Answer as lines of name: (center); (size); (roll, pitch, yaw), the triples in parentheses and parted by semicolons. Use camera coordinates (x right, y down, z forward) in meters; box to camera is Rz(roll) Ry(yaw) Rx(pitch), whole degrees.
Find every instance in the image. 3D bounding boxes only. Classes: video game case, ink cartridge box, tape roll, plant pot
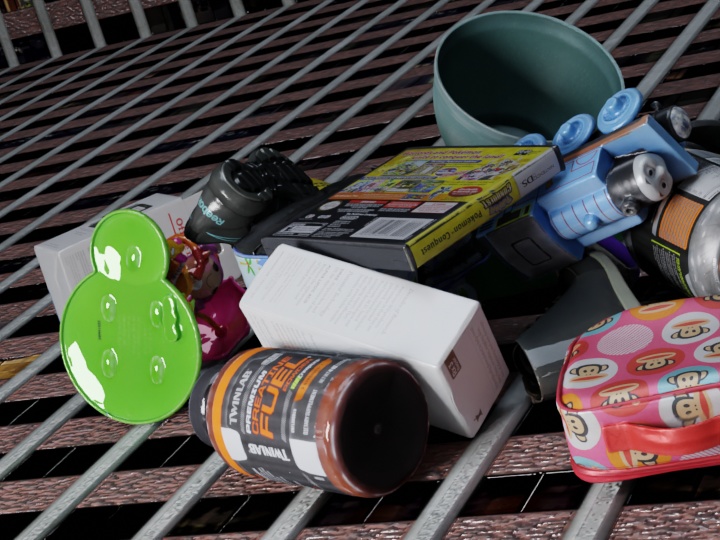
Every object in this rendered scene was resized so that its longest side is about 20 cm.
video game case: (0.042, -0.055, 1.477); (0.181, 0.026, 0.200); (-34, 22, -31)
ink cartridge box: (-0.241, -0.009, 1.937); (0.200, 0.116, 0.068); (-26, 20, -28)
tape roll: (0.156, -0.032, 1.746); (0.200, 0.048, 0.200); (-15, 17, 5)
plant pot: (0.166, -0.160, 1.877); (0.200, 0.134, 0.200); (6, 48, -6)

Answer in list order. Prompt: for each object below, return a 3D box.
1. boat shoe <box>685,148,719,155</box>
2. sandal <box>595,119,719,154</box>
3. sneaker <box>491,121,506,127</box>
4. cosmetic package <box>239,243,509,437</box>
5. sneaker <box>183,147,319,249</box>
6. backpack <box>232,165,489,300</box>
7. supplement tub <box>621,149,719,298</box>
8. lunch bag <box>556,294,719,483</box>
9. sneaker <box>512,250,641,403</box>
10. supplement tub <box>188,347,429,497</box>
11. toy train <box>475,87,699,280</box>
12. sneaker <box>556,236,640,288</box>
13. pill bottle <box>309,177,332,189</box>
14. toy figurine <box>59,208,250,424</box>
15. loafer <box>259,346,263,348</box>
boat shoe: (0.327, -0.084, 1.716); (0.201, 0.073, 0.063); (1, 12, 44)
sandal: (0.304, -0.110, 1.803); (0.200, 0.075, 0.048); (-6, 52, -20)
sneaker: (0.140, -0.118, 1.974); (0.200, 0.082, 0.070); (-30, 21, -36)
cosmetic package: (0.011, 0.054, 1.415); (0.200, 0.102, 0.074); (16, 60, 32)
sneaker: (-0.105, -0.067, 1.687); (0.079, 0.075, 0.200); (-49, -15, 20)
backpack: (0.000, 0.000, 1.622); (0.200, 0.147, 0.183); (-24, 16, -33)
supplement tub: (0.305, -0.026, 1.460); (0.122, 0.123, 0.200); (-19, 18, -9)
lunch bag: (0.240, 0.083, 1.247); (0.200, 0.082, 0.176); (-11, 18, 17)
sneaker: (0.167, 0.043, 1.451); (0.106, 0.075, 0.200); (-15, 18, -4)
supplement tub: (-0.048, 0.115, 1.384); (0.107, 0.107, 0.200); (-30, 21, -38)
toy train: (0.190, -0.072, 1.486); (0.200, 0.087, 0.114); (-24, 38, 41)
sneaker: (0.186, -0.059, 1.621); (0.200, 0.070, 0.100); (32, 63, 28)
pill bottle: (-0.048, -0.038, 1.851); (0.112, 0.112, 0.200); (-23, 18, -19)
toy figurine: (-0.175, 0.028, 1.686); (0.150, 0.200, 0.184); (4, 12, 24)
loafer: (-0.025, 0.087, 1.508); (0.200, 0.070, 0.070); (-12, 9, 13)
